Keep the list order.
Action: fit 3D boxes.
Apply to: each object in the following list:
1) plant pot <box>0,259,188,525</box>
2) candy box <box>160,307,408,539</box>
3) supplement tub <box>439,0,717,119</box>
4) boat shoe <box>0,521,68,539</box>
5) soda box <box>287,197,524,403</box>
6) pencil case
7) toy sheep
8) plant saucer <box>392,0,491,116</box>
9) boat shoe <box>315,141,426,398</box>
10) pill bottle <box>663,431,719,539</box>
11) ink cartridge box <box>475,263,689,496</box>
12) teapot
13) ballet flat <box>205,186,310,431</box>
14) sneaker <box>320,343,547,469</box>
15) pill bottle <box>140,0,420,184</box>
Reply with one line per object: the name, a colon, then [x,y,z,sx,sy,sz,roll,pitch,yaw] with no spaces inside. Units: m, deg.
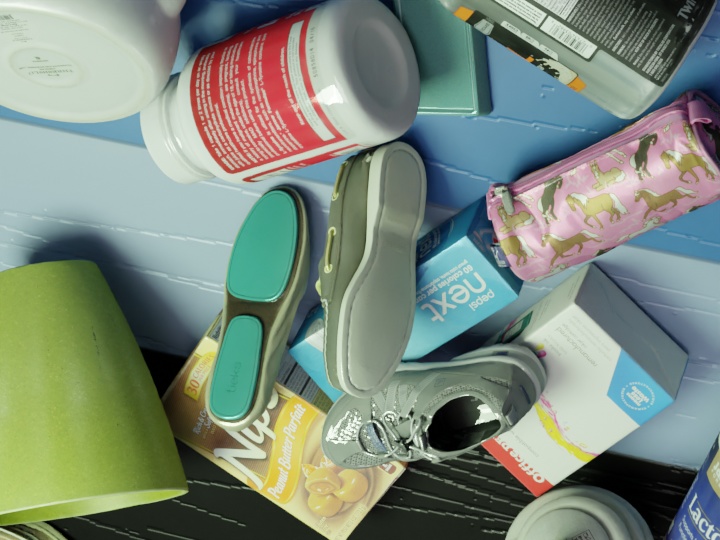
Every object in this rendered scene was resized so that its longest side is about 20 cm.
plant pot: [-0.248,0.098,1.792,0.187,0.187,0.201,-13,80,25]
candy box: [-0.065,0.132,1.834,0.200,0.055,0.116,33,126,-4]
supplement tub: [0.138,-0.205,1.511,0.200,0.123,0.123,32,125,-4]
boat shoe: [-0.340,0.257,2.000,0.200,0.063,0.073,29,125,-2]
soda box: [0.039,0.027,1.729,0.200,0.064,0.068,-33,106,31]
pencil case: [0.189,-0.062,1.613,0.200,0.086,0.083,-25,80,29]
toy sheep: [0.174,0.237,1.751,0.137,0.200,0.138,-2,83,16]
plant saucer: [0.055,-0.202,1.608,0.070,0.019,0.200,3,121,16]
boat shoe: [0.002,0.001,1.662,0.060,0.202,0.072,-6,158,44]
pill bottle: [0.320,0.177,1.698,0.115,0.116,0.200,23,125,4]
ink cartridge box: [0.149,0.099,1.734,0.116,0.067,0.200,43,125,-9]
teapot: [-0.224,-0.212,1.623,0.200,0.146,0.197,17,153,-16]
ballet flat: [-0.078,0.033,1.752,0.069,0.069,0.201,16,87,8]
sneaker: [0.046,0.114,1.689,0.200,0.082,0.075,-24,109,31]
pill bottle: [-0.064,-0.129,1.629,0.200,0.112,0.112,-15,115,34]
